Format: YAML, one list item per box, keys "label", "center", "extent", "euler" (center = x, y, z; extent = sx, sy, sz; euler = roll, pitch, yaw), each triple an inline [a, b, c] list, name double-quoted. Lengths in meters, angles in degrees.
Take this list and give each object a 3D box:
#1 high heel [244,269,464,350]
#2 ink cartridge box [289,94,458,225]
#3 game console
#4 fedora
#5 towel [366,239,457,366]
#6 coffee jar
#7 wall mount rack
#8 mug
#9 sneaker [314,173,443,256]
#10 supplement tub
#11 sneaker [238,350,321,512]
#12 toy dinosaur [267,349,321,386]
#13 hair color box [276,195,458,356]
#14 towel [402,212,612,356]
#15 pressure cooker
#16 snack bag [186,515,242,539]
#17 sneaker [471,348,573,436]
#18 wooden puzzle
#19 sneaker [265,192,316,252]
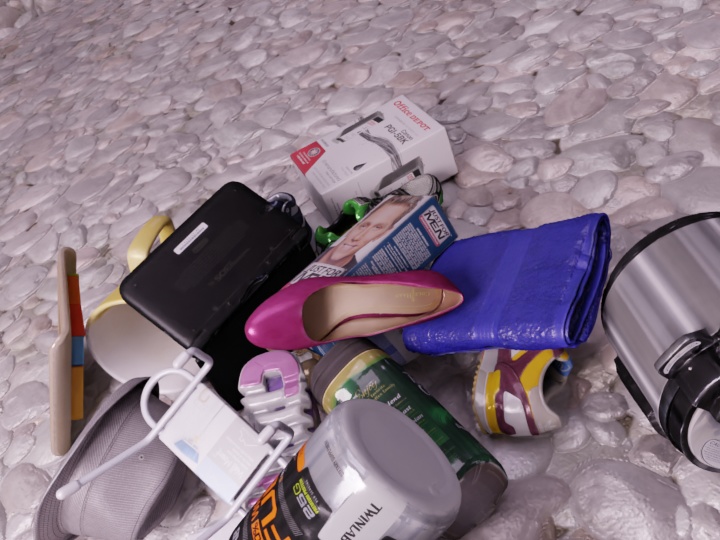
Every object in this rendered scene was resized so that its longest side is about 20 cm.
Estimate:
- label: "high heel"
  center: [-0.005, 0.035, 0.692]
  extent: [0.199, 0.068, 0.096]
  euler: [-18, 11, -24]
- label: "ink cartridge box"
  center: [0.018, -0.157, 1.075]
  extent: [0.200, 0.083, 0.147]
  euler: [-30, 39, -7]
- label: "game console"
  center: [-0.149, 0.028, 0.869]
  extent: [0.176, 0.116, 0.200]
  euler: [35, 61, 9]
- label: "fedora"
  center: [-0.234, 0.209, 0.760]
  extent: [0.090, 0.177, 0.200]
  euler: [21, 39, 5]
- label: "towel"
  center: [0.056, 0.031, 0.861]
  extent: [0.200, 0.024, 0.147]
  euler: [-32, 55, -19]
- label: "coffee jar"
  center: [0.039, 0.149, 0.694]
  extent: [0.085, 0.104, 0.200]
  euler: [-46, 50, -4]
- label: "wall mount rack"
  center: [-0.160, 0.173, 0.663]
  extent: [0.200, 0.075, 0.174]
  euler: [35, 82, 24]
- label: "mug"
  center: [-0.234, 0.039, 0.926]
  extent: [0.187, 0.149, 0.153]
  euler: [-51, 13, 35]
- label: "sneaker"
  center: [0.028, -0.068, 0.972]
  extent: [0.200, 0.085, 0.078]
  euler: [-38, 42, -17]
- label: "supplement tub"
  center: [-0.025, 0.208, 0.578]
  extent: [0.200, 0.122, 0.123]
  euler: [-53, 36, 17]
- label: "sneaker"
  center: [-0.066, 0.183, 0.725]
  extent: [0.080, 0.089, 0.201]
  euler: [-13, 61, 7]
- label: "toy dinosaur"
  center: [-0.043, 0.108, 0.850]
  extent: [0.199, 0.058, 0.101]
  euler: [-21, 48, -21]
- label: "hair color box"
  center: [0.000, 0.000, 0.803]
  extent: [0.200, 0.061, 0.100]
  euler: [-42, 22, -18]
- label: "towel"
  center: [0.143, 0.021, 0.725]
  extent: [0.200, 0.050, 0.148]
  euler: [-8, 44, 47]
- label: "pressure cooker"
  center: [0.312, 0.068, 0.612]
  extent: [0.175, 0.179, 0.200]
  euler: [-18, 39, 2]
- label: "snack bag"
  center: [-0.062, 0.286, 0.674]
  extent: [0.199, 0.021, 0.189]
  euler: [-21, 39, 2]
- label: "sneaker"
  center: [0.173, 0.077, 0.754]
  extent: [0.090, 0.075, 0.200]
  euler: [-4, 52, 25]
- label: "wooden puzzle"
  center: [-0.363, 0.097, 0.922]
  extent: [0.037, 0.186, 0.200]
  euler: [2, 33, -20]
- label: "sneaker"
  center: [-0.111, -0.017, 0.963]
  extent: [0.070, 0.109, 0.200]
  euler: [-9, 42, 18]
